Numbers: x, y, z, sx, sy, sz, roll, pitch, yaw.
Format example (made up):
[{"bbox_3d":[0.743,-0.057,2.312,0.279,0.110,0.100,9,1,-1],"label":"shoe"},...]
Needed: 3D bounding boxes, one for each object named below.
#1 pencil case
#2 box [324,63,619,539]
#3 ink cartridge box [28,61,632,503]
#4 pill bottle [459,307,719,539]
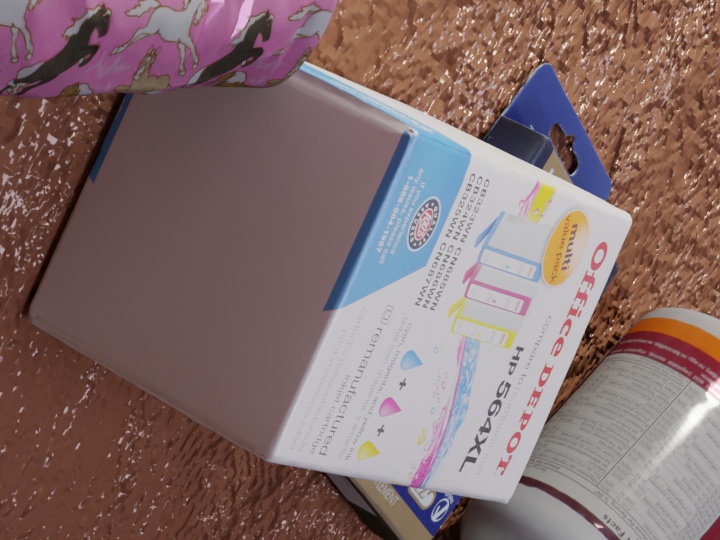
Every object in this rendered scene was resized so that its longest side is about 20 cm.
[{"bbox_3d":[-0.089,-0.102,0.895,0.200,0.083,0.087,-3,127,-54],"label":"pencil case"},{"bbox_3d":[0.053,0.018,1.233,0.200,0.032,0.121,-55,147,-13],"label":"box"},{"bbox_3d":[0.000,0.000,1.055,0.200,0.125,0.129,16,100,-57],"label":"ink cartridge box"},{"bbox_3d":[0.117,0.119,1.324,0.200,0.109,0.110,-45,144,-26],"label":"pill bottle"}]
